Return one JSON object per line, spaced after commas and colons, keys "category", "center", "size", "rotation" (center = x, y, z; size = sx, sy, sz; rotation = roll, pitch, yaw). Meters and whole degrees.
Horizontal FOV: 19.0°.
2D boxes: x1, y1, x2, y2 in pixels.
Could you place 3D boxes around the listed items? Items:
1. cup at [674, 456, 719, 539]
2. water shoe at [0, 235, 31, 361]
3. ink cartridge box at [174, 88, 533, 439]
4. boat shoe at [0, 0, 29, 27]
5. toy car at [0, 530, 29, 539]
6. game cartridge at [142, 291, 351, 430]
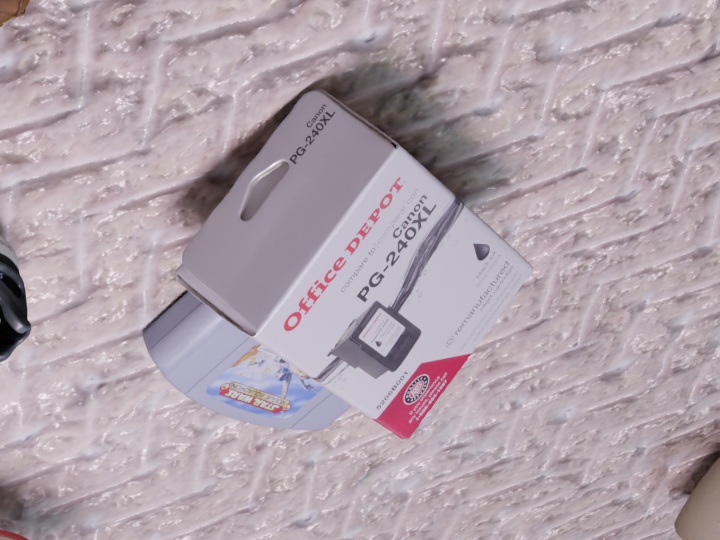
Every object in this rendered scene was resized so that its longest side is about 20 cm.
{"category": "cup", "center": [0.392, 0.197, 1.873], "size": [0.199, 0.200, 0.144], "rotation": [11, 105, -45]}
{"category": "water shoe", "center": [-0.269, 0.007, 1.191], "size": [0.199, 0.079, 0.072], "rotation": [4, 136, -40]}
{"category": "ink cartridge box", "center": [0.000, 0.000, 1.337], "size": [0.146, 0.083, 0.200], "rotation": [-53, 144, 0]}
{"category": "boat shoe", "center": [-0.233, -0.148, 1.009], "size": [0.199, 0.072, 0.068], "rotation": [15, 127, -47]}
{"category": "toy car", "center": [-0.278, 0.251, 1.492], "size": [0.178, 0.184, 0.200], "rotation": [-55, -171, -2]}
{"category": "game cartridge", "center": [-0.048, 0.049, 1.456], "size": [0.133, 0.042, 0.199], "rotation": [-45, 144, 17]}
